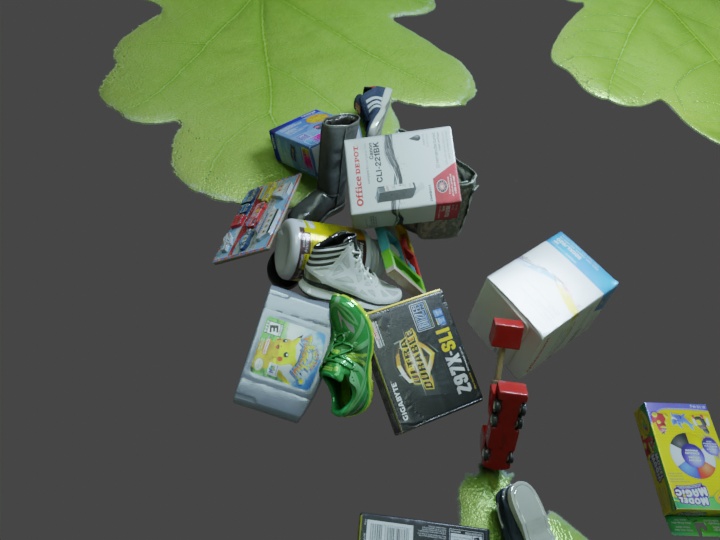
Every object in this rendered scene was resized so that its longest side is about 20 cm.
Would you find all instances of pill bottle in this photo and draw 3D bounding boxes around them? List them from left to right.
[{"bbox_3d":[-0.052,-0.029,1.101,0.196,0.110,0.111,6,50,-26],"label":"pill bottle"}]

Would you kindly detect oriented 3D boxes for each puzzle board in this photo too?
[{"bbox_3d":[-0.202,-0.105,1.161,0.148,0.017,0.203,-13,44,34],"label":"puzzle board"}]

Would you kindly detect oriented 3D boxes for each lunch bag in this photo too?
[{"bbox_3d":[0.130,-0.159,1.199,0.197,0.165,0.118,27,57,15],"label":"lunch bag"}]

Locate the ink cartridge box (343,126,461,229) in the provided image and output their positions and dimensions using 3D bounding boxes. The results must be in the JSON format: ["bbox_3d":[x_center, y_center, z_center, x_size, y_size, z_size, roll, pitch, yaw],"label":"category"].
[{"bbox_3d":[0.072,-0.164,1.069,0.195,0.084,0.148,-7,75,3],"label":"ink cartridge box"}]

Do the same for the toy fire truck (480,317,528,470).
[{"bbox_3d":[0.226,0.196,0.953,0.048,0.204,0.142,6,25,2],"label":"toy fire truck"}]

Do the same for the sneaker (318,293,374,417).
[{"bbox_3d":[-0.023,0.139,0.951,0.073,0.205,0.083,-1,9,37],"label":"sneaker"}]

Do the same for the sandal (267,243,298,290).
[{"bbox_3d":[-0.130,-0.050,1.164,0.074,0.045,0.203,15,53,3],"label":"sandal"}]

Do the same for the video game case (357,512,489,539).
[{"bbox_3d":[0.086,0.449,0.833,0.195,0.026,0.183,8,53,-2],"label":"video game case"}]

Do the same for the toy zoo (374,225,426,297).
[{"bbox_3d":[0.068,-0.050,1.143,0.020,0.131,0.203,-28,51,20],"label":"toy zoo"}]

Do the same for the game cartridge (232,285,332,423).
[{"bbox_3d":[-0.118,0.139,0.984,0.131,0.041,0.204,17,76,-3],"label":"game cartridge"}]

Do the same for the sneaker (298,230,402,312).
[{"bbox_3d":[0.000,0.000,1.027,0.197,0.117,0.076,11,22,-26],"label":"sneaker"}]

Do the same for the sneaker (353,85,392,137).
[{"bbox_3d":[0.019,-0.371,1.405,0.083,0.076,0.202,13,43,2],"label":"sneaker"}]

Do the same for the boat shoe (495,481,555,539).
[{"bbox_3d":[0.245,0.412,0.852,0.074,0.062,0.203,-5,61,-30],"label":"boat shoe"}]

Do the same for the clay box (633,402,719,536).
[{"bbox_3d":[0.533,0.319,0.965,0.112,0.048,0.203,2,53,-4],"label":"clay box"}]

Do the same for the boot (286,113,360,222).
[{"bbox_3d":[-0.071,-0.192,1.162,0.072,0.202,0.182,31,43,15],"label":"boot"}]

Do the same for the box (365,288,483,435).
[{"bbox_3d":[0.098,0.151,1.003,0.157,0.049,0.204,-15,76,-19],"label":"box"}]

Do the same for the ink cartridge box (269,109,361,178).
[{"bbox_3d":[-0.105,-0.282,1.295,0.135,0.078,0.199,-31,37,-26],"label":"ink cartridge box"}]

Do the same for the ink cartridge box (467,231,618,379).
[{"bbox_3d":[0.321,0.062,1.069,0.198,0.149,0.145,-28,60,-25],"label":"ink cartridge box"}]
